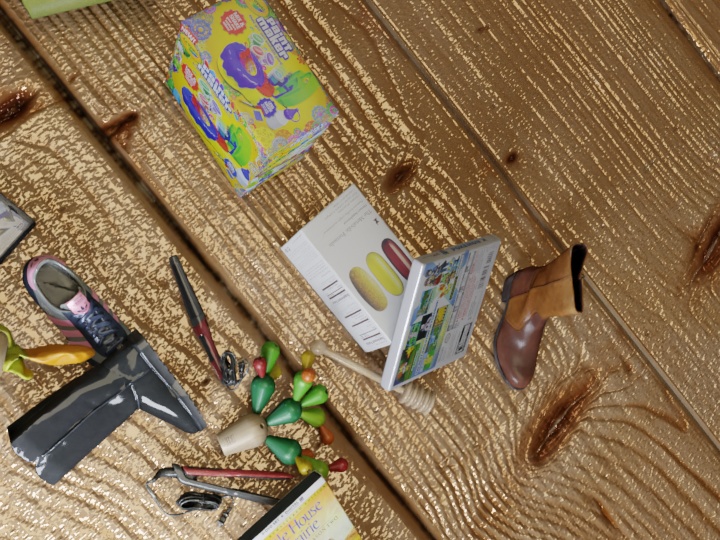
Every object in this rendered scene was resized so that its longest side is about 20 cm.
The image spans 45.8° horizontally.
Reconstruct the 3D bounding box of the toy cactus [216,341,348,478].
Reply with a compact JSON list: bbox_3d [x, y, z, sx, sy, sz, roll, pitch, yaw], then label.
[{"bbox_3d":[-0.112,0.204,1.148,0.163,0.102,0.203,-24,95,-14],"label":"toy cactus"}]

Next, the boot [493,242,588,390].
[{"bbox_3d":[0.275,0.073,1.251,0.067,0.200,0.191,17,73,-16],"label":"boot"}]

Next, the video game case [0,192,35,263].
[{"bbox_3d":[-0.547,-0.044,1.069,0.180,0.025,0.201,39,69,-8],"label":"video game case"}]

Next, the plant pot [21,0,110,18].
[{"bbox_3d":[-0.384,-0.433,1.138,0.182,0.200,0.203,-24,87,-11],"label":"plant pot"}]

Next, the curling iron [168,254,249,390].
[{"bbox_3d":[-0.210,0.069,1.165,0.049,0.026,0.202,-30,85,14],"label":"curling iron"}]

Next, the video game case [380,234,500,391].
[{"bbox_3d":[0.113,0.057,1.191,0.022,0.203,0.181,32,32,33],"label":"video game case"}]

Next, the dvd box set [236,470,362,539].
[{"bbox_3d":[-0.061,0.387,1.119,0.146,0.029,0.202,-37,111,-22],"label":"dvd box set"}]

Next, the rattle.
[{"bbox_3d":[-0.422,0.176,1.019,0.142,0.129,0.203,28,53,-41],"label":"rattle"}]

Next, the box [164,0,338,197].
[{"bbox_3d":[-0.154,-0.239,1.165,0.121,0.192,0.202,-34,91,-23],"label":"box"}]

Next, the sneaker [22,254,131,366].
[{"bbox_3d":[-0.352,0.061,1.086,0.200,0.082,0.070,45,68,-11],"label":"sneaker"}]

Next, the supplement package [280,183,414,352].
[{"bbox_3d":[0.000,0.000,1.215,0.114,0.109,0.201,-42,94,-23],"label":"supplement package"}]

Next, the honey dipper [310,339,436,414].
[{"bbox_3d":[0.016,0.152,1.231,0.198,0.038,0.038,26,71,-9],"label":"honey dipper"}]

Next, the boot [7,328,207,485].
[{"bbox_3d":[-0.316,0.199,1.077,0.199,0.065,0.166,-41,110,-18],"label":"boot"}]

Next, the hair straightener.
[{"bbox_3d":[-0.185,0.298,1.118,0.197,0.041,0.078,11,75,-24],"label":"hair straightener"}]
